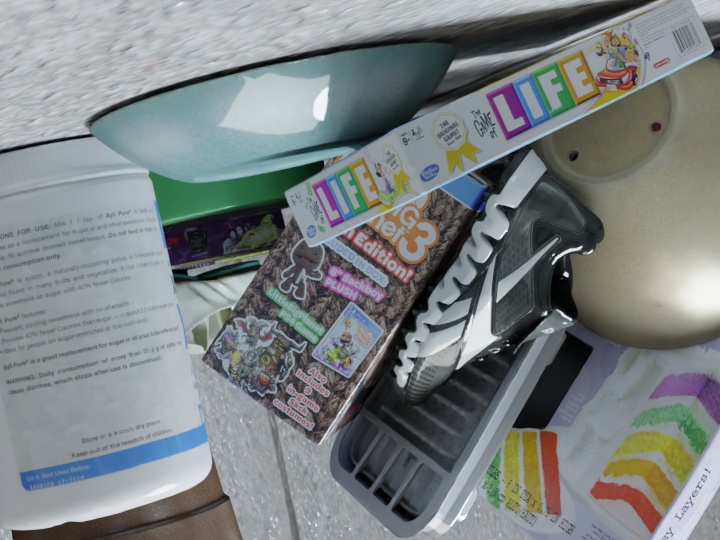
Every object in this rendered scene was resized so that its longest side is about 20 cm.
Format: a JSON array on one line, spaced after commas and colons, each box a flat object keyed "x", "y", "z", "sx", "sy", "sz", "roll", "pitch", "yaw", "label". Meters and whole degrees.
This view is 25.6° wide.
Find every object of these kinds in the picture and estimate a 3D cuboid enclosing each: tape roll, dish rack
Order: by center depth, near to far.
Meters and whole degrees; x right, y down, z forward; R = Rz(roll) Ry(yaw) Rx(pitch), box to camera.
[{"x": 0.066, "y": 0.084, "z": 1.105, "sx": 0.043, "sy": 0.202, "sz": 0.171, "roll": 30, "pitch": 180, "yaw": -25, "label": "dish rack"}, {"x": -0.122, "y": -0.055, "z": 1.107, "sx": 0.198, "sy": 0.049, "sz": 0.200, "roll": -13, "pitch": -179, "yaw": 0, "label": "tape roll"}]

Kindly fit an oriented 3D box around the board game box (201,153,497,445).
[{"x": 0.000, "y": 0.000, "z": 1.079, "sx": 0.201, "sy": 0.096, "sz": 0.159, "roll": -57, "pitch": 174, "yaw": 7, "label": "board game box"}]

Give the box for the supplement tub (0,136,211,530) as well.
[{"x": -0.166, "y": 0.035, "z": 0.904, "sx": 0.130, "sy": 0.203, "sz": 0.132, "roll": -12, "pitch": 180, "yaw": 0, "label": "supplement tub"}]

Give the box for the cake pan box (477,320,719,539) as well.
[{"x": 0.163, "y": 0.102, "z": 1.094, "sx": 0.199, "sy": 0.185, "sz": 0.052, "roll": 35, "pitch": -179, "yaw": 42, "label": "cake pan box"}]

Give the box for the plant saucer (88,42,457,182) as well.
[{"x": -0.042, "y": -0.077, "z": 0.834, "sx": 0.198, "sy": 0.039, "sz": 0.201, "roll": -13, "pitch": 180, "yaw": 0, "label": "plant saucer"}]

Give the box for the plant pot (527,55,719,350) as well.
[{"x": 0.185, "y": -0.067, "z": 1.035, "sx": 0.198, "sy": 0.203, "sz": 0.134, "roll": -12, "pitch": 150, "yaw": 27, "label": "plant pot"}]

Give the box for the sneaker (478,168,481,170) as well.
[{"x": 0.039, "y": -0.034, "z": 1.226, "sx": 0.078, "sy": 0.080, "sz": 0.200, "roll": 24, "pitch": -140, "yaw": 14, "label": "sneaker"}]

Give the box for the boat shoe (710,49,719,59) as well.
[{"x": 0.236, "y": -0.125, "z": 1.233, "sx": 0.197, "sy": 0.067, "sz": 0.070, "roll": -13, "pitch": 180, "yaw": 3, "label": "boat shoe"}]

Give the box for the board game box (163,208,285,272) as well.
[{"x": -0.116, "y": -0.017, "z": 1.157, "sx": 0.118, "sy": 0.033, "sz": 0.200, "roll": -16, "pitch": -179, "yaw": -6, "label": "board game box"}]

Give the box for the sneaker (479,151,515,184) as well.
[{"x": 0.134, "y": -0.060, "z": 1.250, "sx": 0.075, "sy": 0.088, "sz": 0.201, "roll": 10, "pitch": 152, "yaw": 9, "label": "sneaker"}]

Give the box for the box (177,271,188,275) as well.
[{"x": -0.264, "y": 0.008, "z": 1.304, "sx": 0.198, "sy": 0.109, "sz": 0.148, "roll": -14, "pitch": 180, "yaw": 26, "label": "box"}]

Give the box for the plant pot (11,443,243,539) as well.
[{"x": -0.202, "y": 0.152, "z": 1.265, "sx": 0.197, "sy": 0.201, "sz": 0.200, "roll": -12, "pitch": 180, "yaw": 0, "label": "plant pot"}]

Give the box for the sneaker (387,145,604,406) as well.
[{"x": 0.088, "y": 0.024, "z": 1.004, "sx": 0.201, "sy": 0.090, "sz": 0.066, "roll": -60, "pitch": 173, "yaw": 30, "label": "sneaker"}]

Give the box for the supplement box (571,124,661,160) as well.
[{"x": 0.257, "y": -0.074, "z": 1.171, "sx": 0.198, "sy": 0.104, "sz": 0.102, "roll": -18, "pitch": 141, "yaw": 10, "label": "supplement box"}]

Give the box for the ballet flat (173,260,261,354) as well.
[{"x": -0.128, "y": 0.032, "z": 1.252, "sx": 0.069, "sy": 0.070, "sz": 0.200, "roll": -12, "pitch": 180, "yaw": 20, "label": "ballet flat"}]

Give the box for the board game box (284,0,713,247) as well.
[{"x": 0.071, "y": -0.078, "z": 0.835, "sx": 0.199, "sy": 0.035, "sz": 0.134, "roll": -27, "pitch": -178, "yaw": -28, "label": "board game box"}]
